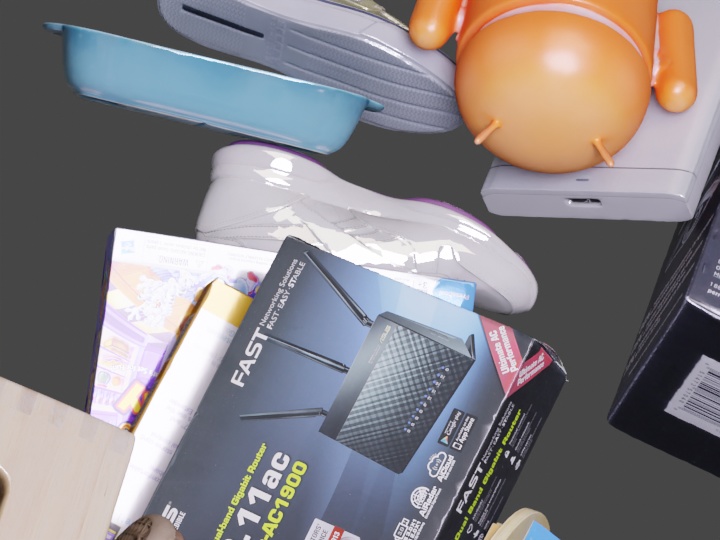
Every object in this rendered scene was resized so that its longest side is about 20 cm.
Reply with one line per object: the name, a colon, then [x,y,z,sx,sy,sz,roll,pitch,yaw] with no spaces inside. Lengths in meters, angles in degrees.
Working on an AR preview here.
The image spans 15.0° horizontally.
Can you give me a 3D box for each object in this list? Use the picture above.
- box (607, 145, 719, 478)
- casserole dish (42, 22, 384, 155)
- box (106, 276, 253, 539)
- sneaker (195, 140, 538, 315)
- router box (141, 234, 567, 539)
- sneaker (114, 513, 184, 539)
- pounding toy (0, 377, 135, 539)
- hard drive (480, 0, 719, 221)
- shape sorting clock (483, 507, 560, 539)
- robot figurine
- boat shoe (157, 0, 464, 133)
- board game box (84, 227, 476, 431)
box: [0.233,-0.001,1.554,0.104,0.148,0.200,25,57,0]
casserole dish: [-0.087,-0.100,1.556,0.199,0.121,0.039,13,91,-7]
box: [-0.073,0.119,1.420,0.119,0.041,0.200,29,82,-7]
sneaker: [0.000,0.000,1.548,0.199,0.075,0.100,18,73,-1]
router box: [-0.010,0.100,1.348,0.149,0.062,0.201,22,78,27]
sneaker: [-0.116,0.202,1.322,0.075,0.200,0.071,27,30,-9]
pounding toy: [-0.217,0.135,1.347,0.142,0.184,0.201,24,57,-13]
hard drive: [0.164,-0.114,1.635,0.131,0.027,0.200,2,51,30]
shape sorting clock: [0.052,0.213,1.351,0.039,0.200,0.200,20,56,14]
robot figurine: [0.112,-0.139,1.581,0.144,0.116,0.201,42,40,-32]
boat shoe: [-0.021,-0.146,1.620,0.199,0.072,0.062,24,51,2]
board game box: [-0.046,0.060,1.474,0.199,0.045,0.135,8,83,-10]
